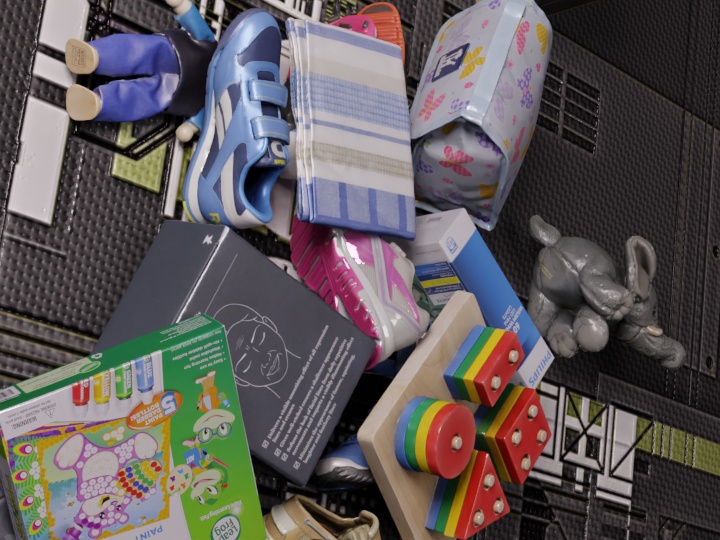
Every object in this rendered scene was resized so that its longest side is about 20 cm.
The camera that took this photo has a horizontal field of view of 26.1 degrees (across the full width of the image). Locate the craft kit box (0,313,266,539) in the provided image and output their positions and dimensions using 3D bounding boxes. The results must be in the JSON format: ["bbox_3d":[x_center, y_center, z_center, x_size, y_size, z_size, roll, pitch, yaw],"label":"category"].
[{"bbox_3d":[-0.183,0.160,1.230,0.199,0.048,0.199,-21,117,-27],"label":"craft kit box"}]

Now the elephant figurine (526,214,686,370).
[{"bbox_3d":[0.285,0.029,1.774,0.199,0.141,0.156,-6,115,-46],"label":"elephant figurine"}]

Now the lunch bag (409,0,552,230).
[{"bbox_3d":[0.119,-0.169,1.579,0.126,0.200,0.171,19,65,4],"label":"lunch bag"}]

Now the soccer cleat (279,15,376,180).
[{"bbox_3d":[-0.041,-0.170,1.523,0.200,0.069,0.087,-56,144,-37],"label":"soccer cleat"}]

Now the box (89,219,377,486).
[{"bbox_3d":[-0.110,0.072,1.358,0.200,0.107,0.149,39,71,-35],"label":"box"}]

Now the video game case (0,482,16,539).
[{"bbox_3d":[-0.290,0.201,1.233,0.199,0.025,0.182,-7,89,-46],"label":"video game case"}]

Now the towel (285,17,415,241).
[{"bbox_3d":[-0.009,-0.132,1.461,0.146,0.024,0.202,7,73,-42],"label":"towel"}]

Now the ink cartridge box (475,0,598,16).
[{"bbox_3d":[0.205,-0.390,1.722,0.075,0.164,0.202,6,79,-42],"label":"ink cartridge box"}]

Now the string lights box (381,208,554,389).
[{"bbox_3d":[0.105,0.037,1.601,0.201,0.102,0.059,57,49,-22],"label":"string lights box"}]

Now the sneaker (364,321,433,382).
[{"bbox_3d":[0.025,0.069,1.531,0.199,0.082,0.075,14,75,-41],"label":"sneaker"}]

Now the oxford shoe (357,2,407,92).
[{"bbox_3d":[0.016,-0.173,1.584,0.073,0.071,0.202,40,52,-65],"label":"oxford shoe"}]

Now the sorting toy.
[{"bbox_3d":[0.102,0.162,1.501,0.199,0.069,0.201,-52,136,-33],"label":"sorting toy"}]

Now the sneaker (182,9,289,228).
[{"bbox_3d":[-0.096,-0.132,1.395,0.074,0.082,0.202,2,101,-56],"label":"sneaker"}]

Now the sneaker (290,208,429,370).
[{"bbox_3d":[0.000,0.000,1.484,0.088,0.081,0.201,-7,64,-37],"label":"sneaker"}]

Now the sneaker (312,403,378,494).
[{"bbox_3d":[0.017,0.170,1.522,0.199,0.075,0.078,-8,83,-55],"label":"sneaker"}]

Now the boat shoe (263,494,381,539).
[{"bbox_3d":[-0.006,0.261,1.459,0.199,0.076,0.072,27,22,-40],"label":"boat shoe"}]

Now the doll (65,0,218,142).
[{"bbox_3d":[-0.171,-0.183,1.391,0.199,0.048,0.138,-12,107,-47],"label":"doll"}]
